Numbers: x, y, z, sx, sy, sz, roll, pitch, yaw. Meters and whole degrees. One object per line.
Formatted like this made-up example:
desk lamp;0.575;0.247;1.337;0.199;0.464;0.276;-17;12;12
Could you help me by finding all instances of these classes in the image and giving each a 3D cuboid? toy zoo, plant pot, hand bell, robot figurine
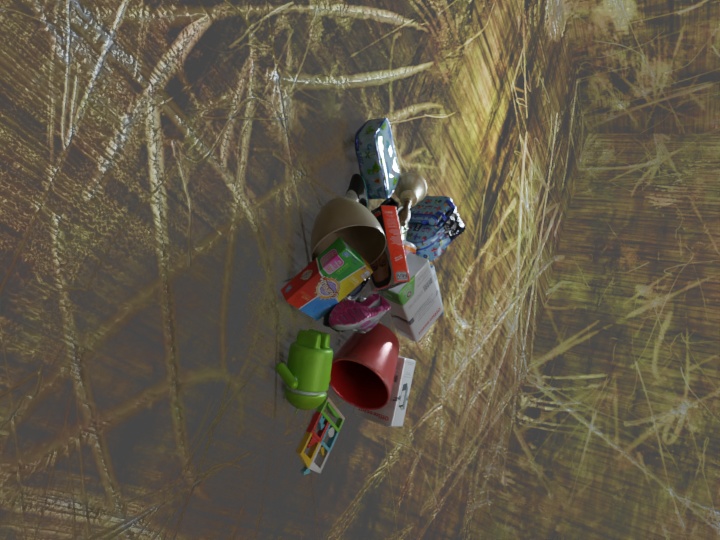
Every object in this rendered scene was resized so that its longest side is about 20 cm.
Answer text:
toy zoo;-0.115;0.473;1.626;0.203;0.020;0.133;-62;143;-28
plant pot;0.021;0.261;1.657;0.179;0.194;0.205;-59;142;-45
hand bell;0.134;-0.188;1.664;0.202;0.100;0.107;-74;154;-53
plant pot;-0.042;-0.105;1.487;0.200;0.196;0.138;37;31;-53
robot figurine;-0.131;0.255;1.466;0.174;0.112;0.208;6;92;-62

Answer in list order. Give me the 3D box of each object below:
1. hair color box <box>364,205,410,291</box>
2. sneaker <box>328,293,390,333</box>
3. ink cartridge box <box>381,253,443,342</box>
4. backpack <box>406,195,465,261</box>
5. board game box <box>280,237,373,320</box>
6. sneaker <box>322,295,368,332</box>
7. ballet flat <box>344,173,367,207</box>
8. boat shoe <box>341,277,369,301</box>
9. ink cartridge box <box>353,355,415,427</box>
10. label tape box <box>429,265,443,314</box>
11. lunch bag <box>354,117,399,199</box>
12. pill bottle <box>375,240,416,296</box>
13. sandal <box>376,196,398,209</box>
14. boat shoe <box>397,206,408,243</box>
hair color box;0.062;-0.058;1.546;0.060;0.100;0.207;-3;77;-40
sneaker;-0.007;0.131;1.544;0.196;0.082;0.090;-9;136;-41
ink cartridge box;0.152;0.080;1.695;0.145;0.083;0.203;-44;133;-25
backpack;0.213;-0.127;1.873;0.201;0.180;0.136;-48;127;-23
board game box;-0.081;0.026;1.456;0.199;0.041;0.152;-41;144;9
sneaker;-0.040;0.118;1.625;0.197;0.069;0.103;4;95;-51
ballet flat;-0.014;-0.159;1.603;0.067;0.067;0.207;-24;117;-42
boat shoe;0.000;0.000;1.595;0.074;0.093;0.202;36;40;-12
ink cartridge box;0.073;0.358;1.780;0.083;0.142;0.207;22;79;-57
label tape box;0.184;0.073;1.890;0.066;0.140;0.205;-47;134;-40
lunch bag;0.050;-0.314;1.636;0.162;0.080;0.205;-60;143;-49
pill bottle;0.102;0.013;1.780;0.109;0.107;0.207;20;80;-56
sandal;0.086;-0.175;1.705;0.076;0.048;0.200;-51;172;17
boat shoe;0.111;-0.138;1.734;0.063;0.071;0.201;-57;-168;23
